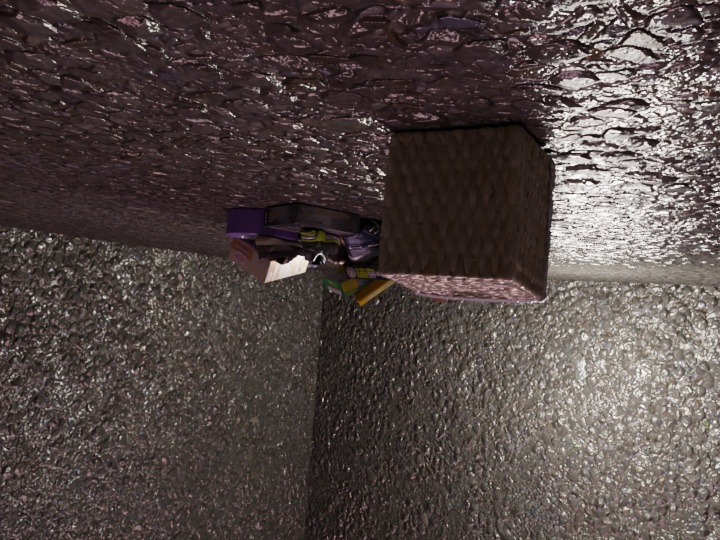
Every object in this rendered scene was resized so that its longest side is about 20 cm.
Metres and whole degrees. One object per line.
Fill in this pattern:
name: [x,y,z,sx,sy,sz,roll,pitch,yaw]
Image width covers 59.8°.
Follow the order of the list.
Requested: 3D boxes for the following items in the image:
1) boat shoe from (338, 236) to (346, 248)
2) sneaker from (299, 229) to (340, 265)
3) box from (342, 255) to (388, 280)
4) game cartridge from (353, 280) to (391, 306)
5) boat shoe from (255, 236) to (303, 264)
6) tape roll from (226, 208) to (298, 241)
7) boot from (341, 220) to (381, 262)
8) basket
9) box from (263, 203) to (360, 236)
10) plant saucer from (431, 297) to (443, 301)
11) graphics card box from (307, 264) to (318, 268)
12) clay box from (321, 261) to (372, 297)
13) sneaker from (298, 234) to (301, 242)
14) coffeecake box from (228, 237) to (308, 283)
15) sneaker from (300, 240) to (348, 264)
boat shoe: [-0.024,-0.091,1.774,0.066,0.075,0.199,2,179,26]
sneaker: [-0.105,-0.053,1.585,0.072,0.084,0.199,3,177,19]
box: [0.067,-0.046,1.709,0.156,0.045,0.200,2,-146,35]
game cartridge: [0.071,0.032,1.800,0.197,0.033,0.176,-33,173,-1]
boat shoe: [-0.210,-0.048,1.676,0.070,0.067,0.198,2,176,30]
tape roll: [-0.264,-0.119,1.698,0.193,0.068,0.200,4,178,0]
boot: [0.049,-0.092,1.640,0.194,0.092,0.074,-19,-143,7]
basket: [0.140,-0.072,0.819,0.193,0.207,0.160,2,171,29]
box: [-0.122,-0.123,1.566,0.196,0.050,0.156,7,175,-38]
plant saucer: [0.250,-0.011,1.743,0.032,0.205,0.200,27,170,-15]
graphics card box: [-0.181,-0.070,2.017,0.125,0.052,0.197,-44,150,27]
clay box: [0.000,0.000,1.778,0.197,0.049,0.114,-29,-155,-26]
sneaker: [-0.129,-0.094,1.858,0.194,0.078,0.079,6,174,-25]
coffeecake box: [-0.264,-0.046,1.838,0.151,0.075,0.198,32,-157,23]
sneaker: [-0.084,-0.070,1.798,0.197,0.082,0.089,11,-146,-46]
